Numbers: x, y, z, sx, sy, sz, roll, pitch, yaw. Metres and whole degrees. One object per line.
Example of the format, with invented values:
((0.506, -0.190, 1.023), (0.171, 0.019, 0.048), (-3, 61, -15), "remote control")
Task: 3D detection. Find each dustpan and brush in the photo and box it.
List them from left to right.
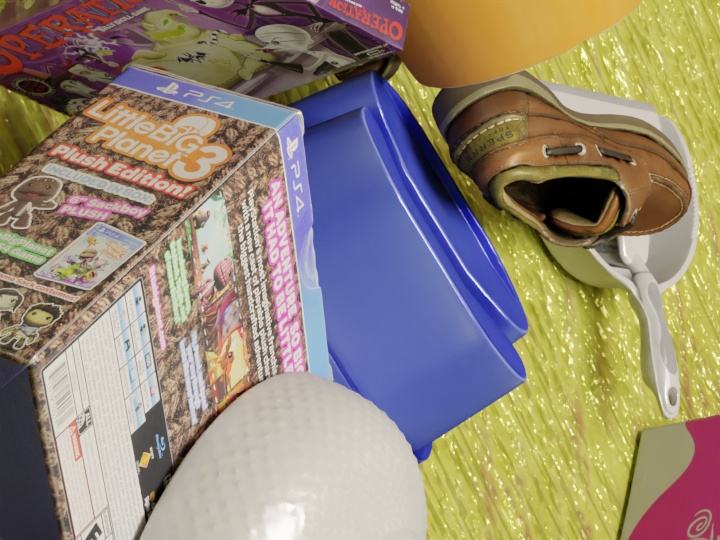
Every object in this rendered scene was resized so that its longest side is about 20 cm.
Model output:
((0.149, -0.012, 1.593), (0.139, 0.057, 0.200), (8, 74, -42), "dustpan and brush")

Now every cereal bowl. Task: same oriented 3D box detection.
((-0.027, 0.153, 1.302), (0.200, 0.083, 0.200), (-45, 147, -41), "cereal bowl")

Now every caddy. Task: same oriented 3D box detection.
((0.000, 0.000, 1.411), (0.200, 0.105, 0.141), (58, 13, -15), "caddy")

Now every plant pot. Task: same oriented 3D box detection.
((0.051, -0.197, 1.378), (0.200, 0.200, 0.183), (-41, 114, -42), "plant pot")

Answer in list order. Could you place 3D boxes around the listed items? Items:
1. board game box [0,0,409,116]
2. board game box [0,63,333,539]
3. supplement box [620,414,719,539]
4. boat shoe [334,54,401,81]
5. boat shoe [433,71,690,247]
((-0.088, -0.109, 1.299), (0.120, 0.200, 0.032), (28, 62, -34), "board game box")
((-0.111, 0.032, 1.266), (0.200, 0.097, 0.160), (-45, 141, -41), "board game box")
((0.250, 0.167, 1.613), (0.200, 0.101, 0.103), (34, 58, -31), "supplement box")
((-0.036, -0.187, 1.467), (0.068, 0.072, 0.200), (-7, 74, -40), "boat shoe")
((0.111, -0.042, 1.474), (0.200, 0.072, 0.068), (17, 42, -48), "boat shoe")
